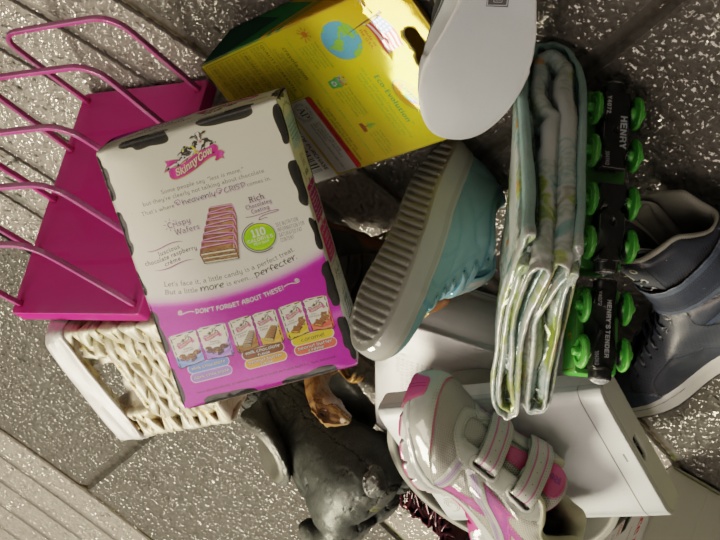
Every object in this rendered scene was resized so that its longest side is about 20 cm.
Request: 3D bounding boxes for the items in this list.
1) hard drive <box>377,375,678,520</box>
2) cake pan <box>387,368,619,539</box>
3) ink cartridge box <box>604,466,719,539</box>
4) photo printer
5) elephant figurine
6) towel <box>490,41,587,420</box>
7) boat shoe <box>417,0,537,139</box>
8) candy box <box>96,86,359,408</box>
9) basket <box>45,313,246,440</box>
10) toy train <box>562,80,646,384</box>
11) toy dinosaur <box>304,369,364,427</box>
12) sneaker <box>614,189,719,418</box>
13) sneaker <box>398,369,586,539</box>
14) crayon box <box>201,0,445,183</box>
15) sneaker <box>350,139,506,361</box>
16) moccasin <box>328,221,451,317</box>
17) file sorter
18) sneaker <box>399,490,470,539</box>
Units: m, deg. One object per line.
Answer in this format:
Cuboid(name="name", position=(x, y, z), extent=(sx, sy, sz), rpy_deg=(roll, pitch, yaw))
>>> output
Cuboid(name="hard drive", position=(0.125, 0.139, 1.045), extent=(0.199, 0.027, 0.132), rpy_deg=(-9, 125, 39))
Cuboid(name="cake pan", position=(0.119, 0.153, 1.113), extent=(0.200, 0.037, 0.201), rpy_deg=(17, 138, 16))
Cuboid(name="ink cartridge box", position=(0.242, 0.284, 1.205), extent=(0.083, 0.147, 0.200), rpy_deg=(31, 142, 2))
Cuboid(name="photo printer", position=(0.111, 0.094, 1.143), extent=(0.199, 0.070, 0.167), rpy_deg=(17, 139, 17))
Cuboid(name="elephant figurine", position=(-0.050, 0.151, 1.256), extent=(0.200, 0.141, 0.155), rpy_deg=(49, 121, 17))
Cuboid(name="towel", position=(0.115, -0.025, 0.905), extent=(0.048, 0.200, 0.172), rpy_deg=(7, 138, 3))
Cuboid(name="boat shoe", position=(0.079, -0.175, 0.849), extent=(0.068, 0.057, 0.201), rpy_deg=(7, 129, -8))
Cuboid(name="candy box", position=(-0.090, -0.016, 0.983), extent=(0.136, 0.061, 0.201), rpy_deg=(-15, 105, 7))
Cuboid(name="basket", position=(-0.145, 0.026, 1.139), extent=(0.123, 0.200, 0.136), rpy_deg=(-5, 131, 31))
Cuboid(name="toy train", position=(0.158, -0.024, 0.902), extent=(0.042, 0.201, 0.056), rpy_deg=(6, 171, -11))
Cuboid(name="toy dinosaur", position=(-0.041, 0.055, 1.194), extent=(0.106, 0.200, 0.060), rpy_deg=(-37, 122, 5))
Cuboid(name="sneaker", position=(0.209, 0.024, 0.980), extent=(0.146, 0.077, 0.202), rpy_deg=(33, 134, -21))
Cuboid(name="sneaker", position=(0.102, 0.141, 0.989), extent=(0.088, 0.082, 0.200), rpy_deg=(-11, 132, 37))
Cuboid(name="crayon box", position=(-0.003, -0.139, 0.976), extent=(0.200, 0.051, 0.127), rpy_deg=(-13, 124, 43))
Cuboid(name="sneaker", position=(0.060, -0.006, 0.962), extent=(0.082, 0.200, 0.074), rpy_deg=(37, 143, -15))
Cuboid(name="moccasin", position=(0.000, -0.002, 1.085), extent=(0.078, 0.074, 0.201), rpy_deg=(13, 176, -33))
Cuboid(name="file sorter", position=(-0.224, -0.078, 1.044), extent=(0.139, 0.201, 0.125), rpy_deg=(-1, 155, 35))
Cuboid(name="sneaker", position=(0.072, 0.231, 1.285), extent=(0.199, 0.116, 0.076), rpy_deg=(11, 138, 24))
